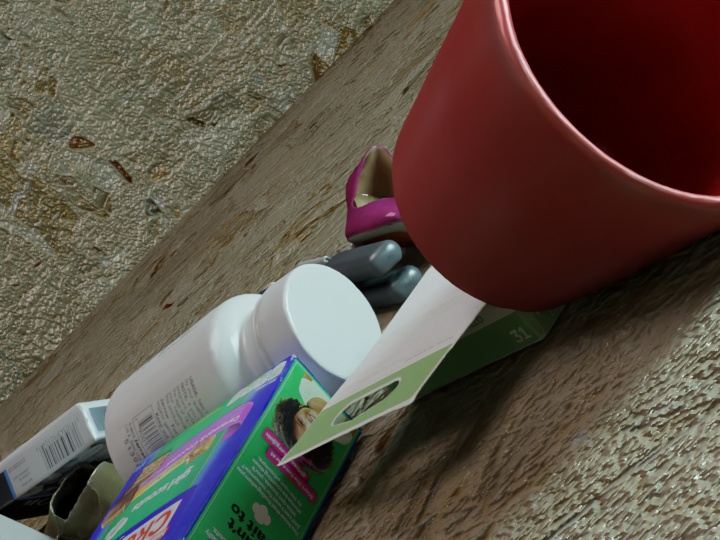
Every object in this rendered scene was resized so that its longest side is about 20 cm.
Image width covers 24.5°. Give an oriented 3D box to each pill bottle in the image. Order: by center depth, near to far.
[{"bbox_3d":[-0.081,0.082,1.164,0.200,0.114,0.115,-37,13,35],"label":"pill bottle"}]

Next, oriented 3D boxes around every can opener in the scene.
[{"bbox_3d":[0.000,0.000,1.344,0.066,0.053,0.200,-45,11,-14],"label":"can opener"}]

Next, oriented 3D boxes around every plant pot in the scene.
[{"bbox_3d":[0.115,-0.079,0.886,0.201,0.200,0.177,-52,4,-38],"label":"plant pot"}]

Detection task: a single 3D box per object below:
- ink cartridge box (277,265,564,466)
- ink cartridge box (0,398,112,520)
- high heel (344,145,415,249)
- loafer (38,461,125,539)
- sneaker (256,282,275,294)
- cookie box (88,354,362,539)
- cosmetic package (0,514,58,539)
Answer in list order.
[{"bbox_3d":[0.051,0.045,0.988,0.145,0.048,0.200,-32,17,50],"label":"ink cartridge box"},{"bbox_3d":[-0.223,0.163,1.487,0.199,0.044,0.198,-7,-23,-49],"label":"ink cartridge box"},{"bbox_3d":[0.018,-0.067,1.384,0.200,0.067,0.097,170,105,-78],"label":"high heel"},{"bbox_3d":[-0.231,0.203,1.398,0.200,0.067,0.076,-33,15,47],"label":"loafer"},{"bbox_3d":[-0.086,0.066,1.359,0.199,0.079,0.080,-20,29,40],"label":"sneaker"},{"bbox_3d":[-0.105,0.169,1.032,0.171,0.075,0.200,-36,15,35],"label":"cookie box"},{"bbox_3d":[-0.298,0.270,1.276,0.200,0.084,0.108,-103,37,-78],"label":"cosmetic package"}]
